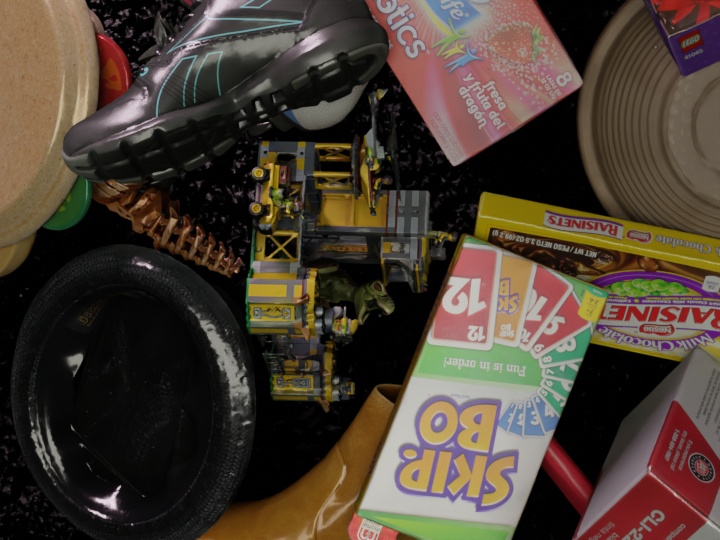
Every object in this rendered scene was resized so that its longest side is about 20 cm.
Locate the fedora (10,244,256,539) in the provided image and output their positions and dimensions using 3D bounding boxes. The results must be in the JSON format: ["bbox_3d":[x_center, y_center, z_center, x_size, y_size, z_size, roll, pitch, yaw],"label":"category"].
[{"bbox_3d":[-0.126,0.075,1.227,0.200,0.092,0.202,8,106,29],"label":"fedora"}]

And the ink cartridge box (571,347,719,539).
[{"bbox_3d":[0.244,0.166,1.186,0.200,0.144,0.084,38,125,-1],"label":"ink cartridge box"}]

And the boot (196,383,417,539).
[{"bbox_3d":[-0.015,0.132,1.234,0.200,0.071,0.145,13,117,-9],"label":"boot"}]

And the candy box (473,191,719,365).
[{"bbox_3d":[0.165,0.011,1.209,0.199,0.026,0.102,12,143,3],"label":"candy box"}]

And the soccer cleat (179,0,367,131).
[{"bbox_3d":[-0.064,-0.179,1.192,0.200,0.070,0.086,50,127,2],"label":"soccer cleat"}]

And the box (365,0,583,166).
[{"bbox_3d":[0.045,-0.174,1.183,0.094,0.103,0.200,-32,93,8],"label":"box"}]

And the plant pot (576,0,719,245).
[{"bbox_3d":[0.232,-0.091,1.184,0.200,0.093,0.202,1,100,4],"label":"plant pot"}]

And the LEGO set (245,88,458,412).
[{"bbox_3d":[0.000,0.000,1.171,0.115,0.200,0.154,1,62,4],"label":"LEGO set"}]

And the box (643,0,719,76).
[{"bbox_3d":[0.255,-0.210,1.147,0.199,0.137,0.039,-24,138,8],"label":"box"}]

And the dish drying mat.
[{"bbox_3d":[0.119,0.113,1.232,0.018,0.077,0.200,-38,94,-2],"label":"dish drying mat"}]

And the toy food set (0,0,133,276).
[{"bbox_3d":[-0.221,-0.107,1.199,0.198,0.049,0.201,-32,68,33],"label":"toy food set"}]

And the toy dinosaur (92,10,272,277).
[{"bbox_3d":[-0.132,-0.079,1.211,0.136,0.102,0.200,-42,88,11],"label":"toy dinosaur"}]

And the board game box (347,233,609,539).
[{"bbox_3d":[0.070,0.088,1.178,0.095,0.030,0.201,21,94,-3],"label":"board game box"}]

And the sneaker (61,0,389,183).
[{"bbox_3d":[-0.084,-0.114,1.126,0.199,0.075,0.080,-24,74,-1],"label":"sneaker"}]
